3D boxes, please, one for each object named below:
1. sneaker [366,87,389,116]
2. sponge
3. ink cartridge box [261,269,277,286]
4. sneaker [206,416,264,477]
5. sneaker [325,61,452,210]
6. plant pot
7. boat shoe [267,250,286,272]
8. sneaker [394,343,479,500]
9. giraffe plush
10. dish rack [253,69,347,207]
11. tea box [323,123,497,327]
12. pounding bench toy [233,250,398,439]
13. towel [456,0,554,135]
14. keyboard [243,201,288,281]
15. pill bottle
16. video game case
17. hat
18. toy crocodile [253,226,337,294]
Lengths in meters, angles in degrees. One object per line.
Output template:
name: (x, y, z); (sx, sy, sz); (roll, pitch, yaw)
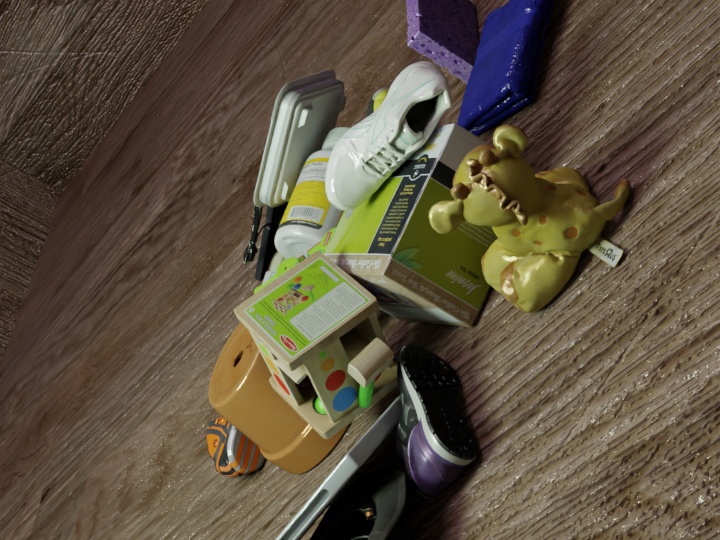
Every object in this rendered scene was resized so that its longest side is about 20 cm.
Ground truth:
sneaker: (0.060, -0.193, 1.815); (0.076, 0.075, 0.200); (-38, 40, 29)
sponge: (0.117, -0.351, 1.818); (0.030, 0.111, 0.200); (-48, 25, 32)
ink cartridge box: (-0.062, 0.037, 1.773); (0.200, 0.039, 0.100); (-10, 51, 39)
sneaker: (-0.167, 0.194, 1.800); (0.112, 0.077, 0.200); (-24, 42, 54)
sneaker: (0.030, -0.148, 1.455); (0.200, 0.070, 0.080); (-52, 25, 11)
plant pot: (-0.102, 0.142, 1.643); (0.200, 0.140, 0.200); (-48, 24, 30)
boat shoe: (-0.075, -0.044, 1.932); (0.076, 0.072, 0.200); (-10, 47, 29)
sneaker: (0.060, 0.160, 1.363); (0.088, 0.076, 0.200); (-57, 21, 24)
giraffe plush: (0.156, -0.064, 1.306); (0.173, 0.162, 0.200); (-63, 22, -9)
dish rack: (-0.082, -0.190, 1.899); (0.172, 0.043, 0.200); (-32, -36, -57)
tea box: (0.074, -0.051, 1.508); (0.197, 0.133, 0.200); (-63, 22, -10)
pounding bench toy: (-0.022, 0.108, 1.459); (0.124, 0.156, 0.200); (-36, 43, -15)
towel: (0.193, -0.275, 1.654); (0.148, 0.049, 0.200); (-36, 32, 59)
keyboard: (-0.139, -0.077, 1.975); (0.127, 0.021, 0.201); (-28, -45, -58)
pill bottle: (-0.042, -0.105, 1.855); (0.111, 0.111, 0.200); (-24, 39, 56)
video game case: (-0.026, 0.231, 1.395); (0.182, 0.022, 0.200); (-52, -7, 23)
hat: (0.001, 0.301, 1.302); (0.201, 0.081, 0.201); (-43, 15, 15)
toy crocodile: (-0.054, -0.010, 1.722); (0.200, 0.068, 0.062); (-32, 37, 16)
